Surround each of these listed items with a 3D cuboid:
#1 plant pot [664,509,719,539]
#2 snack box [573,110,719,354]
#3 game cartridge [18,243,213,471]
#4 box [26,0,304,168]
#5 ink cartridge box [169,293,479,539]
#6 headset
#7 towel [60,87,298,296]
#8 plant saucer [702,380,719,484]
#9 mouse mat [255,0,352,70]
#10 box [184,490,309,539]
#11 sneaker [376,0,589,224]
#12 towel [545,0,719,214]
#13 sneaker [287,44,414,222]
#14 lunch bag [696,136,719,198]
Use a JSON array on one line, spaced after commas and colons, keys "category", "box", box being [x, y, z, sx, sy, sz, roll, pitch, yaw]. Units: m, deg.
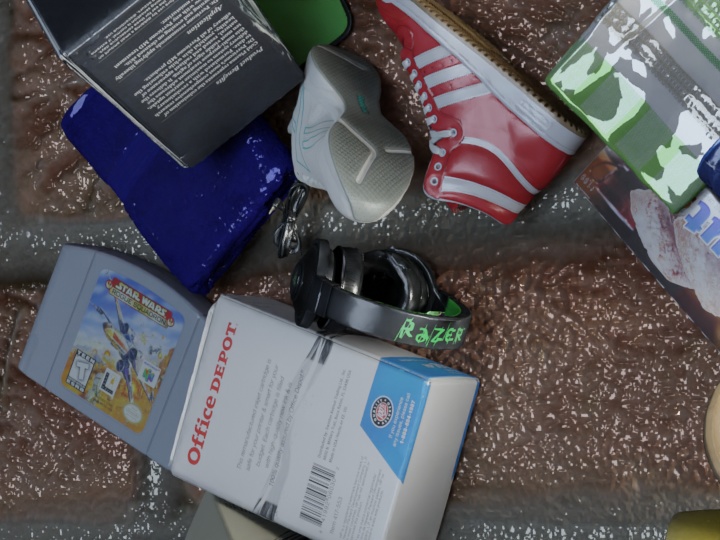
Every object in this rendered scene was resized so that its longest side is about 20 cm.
[{"category": "plant pot", "box": [0.292, 0.238, 1.498, 0.141, 0.200, 0.202, -15, 81, 19]}, {"category": "snack box", "box": [0.235, -0.016, 1.625, 0.072, 0.024, 0.200, -48, 66, 21]}, {"category": "game cartridge", "box": [-0.182, 0.063, 1.883, 0.199, 0.041, 0.134, 29, 108, 29]}, {"category": "box", "box": [-0.168, -0.214, 1.726, 0.124, 0.197, 0.201, -36, 59, 5]}, {"category": "ink cartridge box", "box": [-0.029, 0.117, 1.754, 0.199, 0.086, 0.148, 21, 100, 32]}, {"category": "headset", "box": [0.000, 0.000, 1.722, 0.200, 0.123, 0.095, 26, 105, 47]}, {"category": "towel", "box": [-0.139, -0.099, 1.846, 0.148, 0.049, 0.200, -50, 64, 25]}, {"category": "plant saucer", "box": [0.319, 0.109, 1.497, 0.199, 0.200, 0.030, 20, 139, 31]}, {"category": "mouse mat", "box": [-0.107, -0.205, 1.856, 0.199, 0.008, 0.162, -34, 72, 26]}, {"category": "box", "box": [-0.074, 0.233, 1.720, 0.069, 0.082, 0.200, -67, 19, 12]}, {"category": "sneaker", "box": [0.062, -0.119, 1.710, 0.200, 0.071, 0.113, 43, 107, 23]}, {"category": "towel", "box": [0.236, -0.159, 1.609, 0.200, 0.031, 0.149, -48, 65, 14]}, {"category": "sneaker", "box": [-0.011, -0.085, 1.726, 0.201, 0.070, 0.081, -104, 35, -55]}, {"category": "lunch bag", "box": [0.314, -0.053, 1.474, 0.136, 0.200, 0.133, -46, 70, 17]}]
